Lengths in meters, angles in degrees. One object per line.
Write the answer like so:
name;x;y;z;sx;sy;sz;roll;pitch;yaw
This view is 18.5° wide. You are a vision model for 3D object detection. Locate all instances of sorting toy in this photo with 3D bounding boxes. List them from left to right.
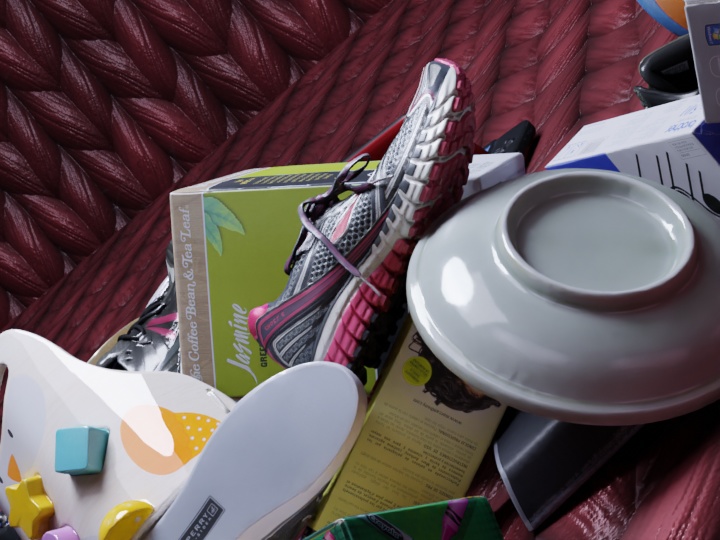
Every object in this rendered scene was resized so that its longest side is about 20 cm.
sorting toy;-0.174;0.131;1.339;0.107;0.180;0.200;-20;-41;-42

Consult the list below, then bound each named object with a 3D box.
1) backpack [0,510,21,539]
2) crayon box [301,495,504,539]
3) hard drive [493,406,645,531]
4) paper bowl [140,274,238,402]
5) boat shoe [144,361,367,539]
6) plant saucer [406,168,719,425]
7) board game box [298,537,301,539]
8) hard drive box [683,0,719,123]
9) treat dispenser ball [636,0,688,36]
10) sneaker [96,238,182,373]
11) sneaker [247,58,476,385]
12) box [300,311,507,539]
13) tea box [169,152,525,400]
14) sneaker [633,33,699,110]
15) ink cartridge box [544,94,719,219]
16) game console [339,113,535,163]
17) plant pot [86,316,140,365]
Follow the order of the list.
backpack;-0.171;0.194;1.503;0.200;0.163;0.168;-37;10;28
crayon box;-0.027;0.188;1.170;0.200;0.058;0.119;-34;-20;36
hard drive;0.131;0.056;1.273;0.135;0.042;0.200;-47;9;21
paper bowl;-0.071;0.072;1.610;0.200;0.104;0.201;-35;-38;-33
boat shoe;-0.059;0.135;1.248;0.200;0.070;0.066;-54;-27;9
plant saucer;0.125;-0.002;1.186;0.200;0.199;0.050;-54;-24;-44
board game box;-0.040;0.205;1.361;0.200;0.032;0.120;-46;15;-18
hard drive box;0.293;-0.155;1.218;0.199;0.077;0.156;-4;28;23
treat dispenser ball;0.272;-0.252;1.543;0.201;0.201;0.201;-40;12;10
sneaker;-0.132;0.048;1.460;0.083;0.077;0.200;1;46;6
sneaker;0.004;-0.031;1.253;0.200;0.075;0.081;-63;-15;1
box;0.040;0.082;1.260;0.050;0.075;0.201;164;131;-83
tea box;0.000;0.000;1.408;0.196;0.134;0.200;-2;7;12
sneaker;0.213;-0.100;1.420;0.076;0.114;0.199;-43;9;-15
ink cartridge box;0.195;-0.052;1.347;0.044;0.094;0.200;-45;11;-16
game console;0.033;-0.078;1.919;0.200;0.119;0.172;-35;14;29
plant pot;-0.156;0.120;1.651;0.027;0.200;0.200;30;67;33
